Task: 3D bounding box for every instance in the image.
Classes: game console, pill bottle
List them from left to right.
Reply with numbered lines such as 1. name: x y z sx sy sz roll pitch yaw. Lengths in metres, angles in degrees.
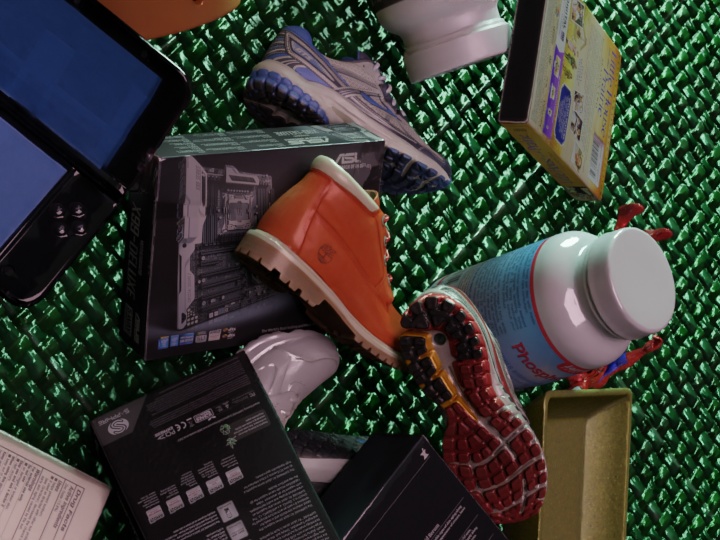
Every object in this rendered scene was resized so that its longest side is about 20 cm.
1. game console: -0.247 -0.108 1.111 0.199 0.119 0.173 38 65 -3
2. pill bottle: 0.055 -0.266 1.357 0.115 0.115 0.202 -20 96 -33
3. pill bottle: 0.149 0.033 1.312 0.108 0.199 0.110 17 64 -39

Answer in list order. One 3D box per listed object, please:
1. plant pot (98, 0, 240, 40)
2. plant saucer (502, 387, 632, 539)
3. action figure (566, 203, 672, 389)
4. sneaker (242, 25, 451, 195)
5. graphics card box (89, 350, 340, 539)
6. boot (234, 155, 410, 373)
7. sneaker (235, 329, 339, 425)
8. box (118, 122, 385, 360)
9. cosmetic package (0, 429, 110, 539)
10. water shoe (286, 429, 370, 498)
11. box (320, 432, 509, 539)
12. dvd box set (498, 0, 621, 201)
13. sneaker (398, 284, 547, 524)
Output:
1. plant pot: -0.167 -0.248 1.178 0.199 0.199 0.142 -24 113 -32
2. plant saucer: 0.169 0.200 1.371 0.199 0.047 0.203 6 86 -60
3. action figure: 0.237 0.035 1.452 0.065 0.099 0.202 35 69 -24
4. sneaker: 0.003 -0.134 1.333 0.199 0.077 0.086 31 64 -27
5. graphics card box: -0.093 0.171 1.127 0.124 0.051 0.201 -25 72 -15
6. boot: 0.000 0.000 1.234 0.108 0.075 0.200 -56 134 -13
7. sneaker: -0.086 0.122 1.222 0.199 0.078 0.099 -32 63 -24
8. box: -0.081 -0.025 1.241 0.198 0.050 0.160 -7 115 -33
9. cosmetic package: -0.285 0.151 1.102 0.199 0.087 0.104 33 66 -24
10. water shoe: 0.000 0.179 1.308 0.198 0.071 0.080 14 104 -32
11. box: 0.010 0.241 1.212 0.200 0.079 0.142 -48 113 -25
12. dvd box set: 0.177 -0.161 1.412 0.200 0.029 0.148 32 65 -60
13. sneaker: 0.095 0.101 1.258 0.082 0.077 0.202 -55 127 -69
